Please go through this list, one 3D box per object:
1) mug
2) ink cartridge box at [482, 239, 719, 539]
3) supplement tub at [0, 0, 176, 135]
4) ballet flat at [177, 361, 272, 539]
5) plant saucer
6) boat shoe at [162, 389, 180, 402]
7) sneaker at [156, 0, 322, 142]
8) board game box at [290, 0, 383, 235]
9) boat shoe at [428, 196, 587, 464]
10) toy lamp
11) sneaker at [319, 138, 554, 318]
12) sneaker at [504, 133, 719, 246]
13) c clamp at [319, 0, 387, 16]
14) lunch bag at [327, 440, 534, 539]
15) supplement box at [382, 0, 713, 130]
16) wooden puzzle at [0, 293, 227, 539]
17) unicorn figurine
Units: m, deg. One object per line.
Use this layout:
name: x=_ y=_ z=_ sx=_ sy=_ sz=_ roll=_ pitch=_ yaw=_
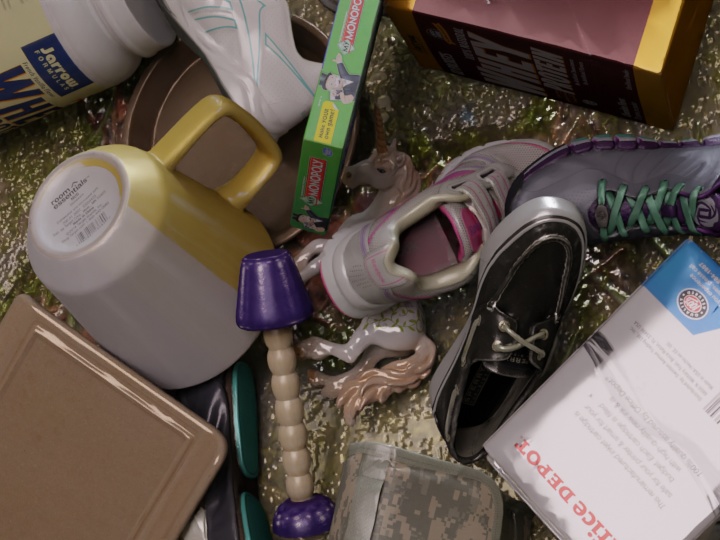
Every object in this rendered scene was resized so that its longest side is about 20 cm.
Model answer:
mug: x=-0.155 y=-0.030 z=1.311 sx=0.148 sy=0.153 sz=0.188 roll=0 pitch=66 yaw=30
ink cartridge box: x=0.205 y=0.105 z=1.225 sx=0.200 sy=0.086 sz=0.147 roll=-46 pitch=67 yaw=6
supplement tub: x=-0.258 y=-0.195 z=1.433 sx=0.199 sy=0.145 sz=0.146 roll=-21 pitch=70 yaw=16
ballet flat: x=-0.101 y=0.163 z=1.332 sx=0.072 sy=0.073 sz=0.202 roll=-16 pitch=66 yaw=15
plant saucer: x=-0.091 y=-0.104 z=1.416 sx=0.198 sy=0.029 sz=0.202 roll=-5 pitch=74 yaw=18
boat shoe: x=-0.212 y=0.119 z=1.382 sx=0.199 sy=0.068 sz=0.072 roll=-37 pitch=67 yaw=8
sneaker: x=-0.099 y=-0.192 z=1.383 sx=0.080 sy=0.070 sz=0.201 roll=-36 pitch=88 yaw=-4
board game box: x=-0.009 y=-0.143 z=1.259 sx=0.029 sy=0.135 sz=0.202 roll=13 pitch=66 yaw=1
boat shoe: x=0.104 y=0.044 z=1.235 sx=0.064 sy=0.070 sz=0.201 roll=-100 pitch=26 yaw=-53
toy lamp: x=-0.052 y=0.086 z=1.294 sx=0.058 sy=0.058 sz=0.202 roll=-6 pitch=101 yaw=18
sneaker: x=0.072 y=-0.029 z=1.273 sx=0.199 sy=0.088 sz=0.082 roll=-33 pitch=101 yaw=-22
sneaker: x=0.198 y=-0.052 z=1.227 sx=0.198 sy=0.088 sz=0.075 roll=-11 pitch=110 yaw=-7
c clamp: x=0.045 y=-0.285 z=1.412 sx=0.169 sy=0.027 sz=0.202 roll=14 pitch=81 yaw=22
lunch bag: x=0.032 y=0.209 z=1.200 sx=0.117 sy=0.200 sz=0.166 roll=10 pitch=79 yaw=22
supplement box: x=0.149 y=-0.231 z=1.292 sx=0.198 sy=0.133 sz=0.199 roll=16 pitch=83 yaw=16
wooden puzzle: x=-0.212 y=0.144 z=1.330 sx=0.199 sy=0.037 sz=0.186 roll=35 pitch=103 yaw=12
unicorn figurine: x=0.000 y=0.000 z=1.342 sx=0.136 sy=0.074 sz=0.201 roll=-25 pitch=86 yaw=12
